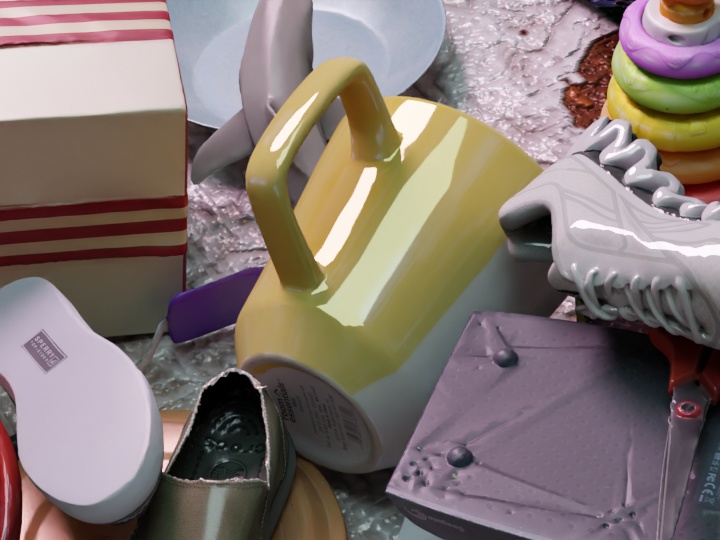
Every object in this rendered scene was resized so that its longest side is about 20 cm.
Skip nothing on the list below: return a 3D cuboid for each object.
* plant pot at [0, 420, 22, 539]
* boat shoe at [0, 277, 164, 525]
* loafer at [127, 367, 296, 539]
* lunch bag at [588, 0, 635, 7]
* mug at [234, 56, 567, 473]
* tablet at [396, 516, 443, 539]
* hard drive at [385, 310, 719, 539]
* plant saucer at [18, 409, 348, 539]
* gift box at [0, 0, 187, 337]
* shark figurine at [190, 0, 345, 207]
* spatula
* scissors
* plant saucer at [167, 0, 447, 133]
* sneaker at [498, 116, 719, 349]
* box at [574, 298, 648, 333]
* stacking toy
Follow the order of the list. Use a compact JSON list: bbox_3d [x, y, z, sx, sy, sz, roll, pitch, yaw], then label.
[{"bbox_3d":[-0.260,0.103,0.926,0.199,0.182,0.202,-14,60,24],"label":"plant pot"},{"bbox_3d":[-0.133,0.068,0.999,0.068,0.057,0.200,-34,34,-5],"label":"boat shoe"},{"bbox_3d":[-0.077,0.124,0.949,0.074,0.070,0.201,2,43,9],"label":"loafer"},{"bbox_3d":[0.194,-0.259,1.323,0.199,0.140,0.168,-30,47,-23],"label":"lunch bag"},{"bbox_3d":[0.000,0.006,1.047,0.186,0.149,0.154,43,58,-10],"label":"mug"},{"bbox_3d":[0.126,0.115,1.022,0.198,0.014,0.131,9,45,16],"label":"tablet"},{"bbox_3d":[0.125,0.088,0.936,0.198,0.043,0.135,11,45,19],"label":"hard drive"},{"bbox_3d":[-0.104,0.140,1.009,0.198,0.032,0.201,-3,43,3],"label":"plant saucer"},{"bbox_3d":[-0.198,-0.072,1.148,0.185,0.186,0.201,-5,38,-12],"label":"gift box"},{"bbox_3d":[-0.017,-0.061,1.159,0.128,0.090,0.215,-41,76,-4],"label":"shark figurine"},{"bbox_3d":[-0.126,0.056,1.097,0.199,0.057,0.021,-36,68,-20],"label":"spatula"},{"bbox_3d":[0.141,0.057,0.925,0.073,0.014,0.200,17,41,24],"label":"scissors"},{"bbox_3d":[-0.045,-0.135,1.294,0.199,0.039,0.202,-3,43,3],"label":"plant saucer"},{"bbox_3d":[0.136,0.001,0.939,0.081,0.076,0.200,-27,33,-17],"label":"sneaker"},{"bbox_3d":[0.156,0.084,1.005,0.075,0.050,0.201,-9,43,-2],"label":"box"},{"bbox_3d":[0.174,-0.109,1.119,0.116,0.201,0.110,-28,47,-21],"label":"stacking toy"}]
